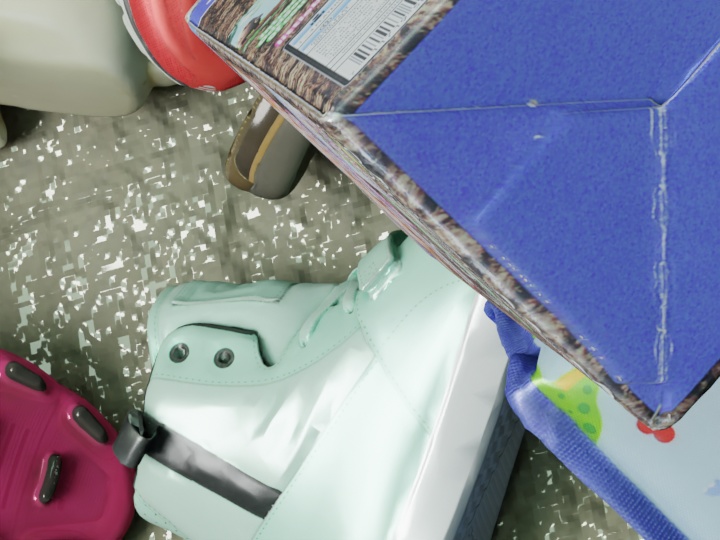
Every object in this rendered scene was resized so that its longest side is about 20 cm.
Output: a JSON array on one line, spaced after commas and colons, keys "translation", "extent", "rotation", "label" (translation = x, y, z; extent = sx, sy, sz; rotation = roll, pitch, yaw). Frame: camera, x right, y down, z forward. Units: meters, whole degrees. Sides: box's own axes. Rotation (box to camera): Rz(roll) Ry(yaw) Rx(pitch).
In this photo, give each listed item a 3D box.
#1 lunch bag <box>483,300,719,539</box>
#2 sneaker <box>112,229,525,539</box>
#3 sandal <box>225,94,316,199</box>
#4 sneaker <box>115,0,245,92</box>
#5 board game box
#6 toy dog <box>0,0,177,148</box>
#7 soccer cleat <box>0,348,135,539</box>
[{"translation": [0.157, 0.030, 0.675], "extent": [0.170, 0.127, 0.200], "rotation": [-44, 100, 9], "label": "lunch bag"}, {"translation": [0.000, 0.000, 0.776], "extent": [0.118, 0.074, 0.201], "rotation": [22, 94, 18], "label": "sneaker"}, {"translation": [0.036, -0.090, 0.779], "extent": [0.055, 0.082, 0.200], "rotation": [40, 102, 2], "label": "sandal"}, {"translation": [-0.006, -0.136, 0.747], "extent": [0.077, 0.085, 0.201], "rotation": [26, 102, -20], "label": "sneaker"}, {"translation": [0.060, -0.073, 0.618], "extent": [0.097, 0.200, 0.160], "rotation": [43, 90, -16], "label": "board game box"}, {"translation": [-0.127, -0.148, 0.825], "extent": [0.193, 0.140, 0.201], "rotation": [-7, 79, 13], "label": "toy dog"}, {"translation": [-0.168, 0.049, 0.821], "extent": [0.086, 0.199, 0.070], "rotation": [159, 123, -66], "label": "soccer cleat"}]
